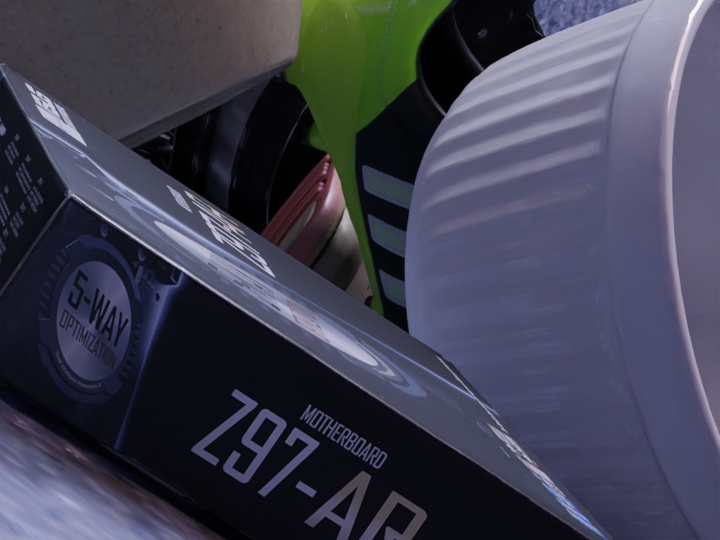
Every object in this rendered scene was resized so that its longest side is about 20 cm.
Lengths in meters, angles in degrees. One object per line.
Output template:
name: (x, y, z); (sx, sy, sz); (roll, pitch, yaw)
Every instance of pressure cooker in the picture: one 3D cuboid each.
pressure cooker: (-0.039, -0.109, 1.303); (0.200, 0.176, 0.179); (44, -2, 31)

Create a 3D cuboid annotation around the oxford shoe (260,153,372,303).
oxford shoe: (0.000, 0.000, 1.120); (0.075, 0.071, 0.200); (40, 5, 1)

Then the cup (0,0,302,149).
cup: (-0.095, -0.110, 0.957); (0.144, 0.200, 0.200); (64, 3, -2)

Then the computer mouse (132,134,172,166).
computer mouse: (-0.169, -0.107, 1.176); (0.138, 0.053, 0.200); (36, -9, 48)

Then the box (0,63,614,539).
box: (-0.030, 0.022, 0.737); (0.160, 0.044, 0.200); (34, 4, -16)

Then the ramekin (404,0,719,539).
ramekin: (0.099, 0.011, 0.932); (0.105, 0.201, 0.200); (-12, -26, 33)

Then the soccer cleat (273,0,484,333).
soccer cleat: (0.038, -0.013, 1.018); (0.201, 0.081, 0.068); (67, 25, -21)
